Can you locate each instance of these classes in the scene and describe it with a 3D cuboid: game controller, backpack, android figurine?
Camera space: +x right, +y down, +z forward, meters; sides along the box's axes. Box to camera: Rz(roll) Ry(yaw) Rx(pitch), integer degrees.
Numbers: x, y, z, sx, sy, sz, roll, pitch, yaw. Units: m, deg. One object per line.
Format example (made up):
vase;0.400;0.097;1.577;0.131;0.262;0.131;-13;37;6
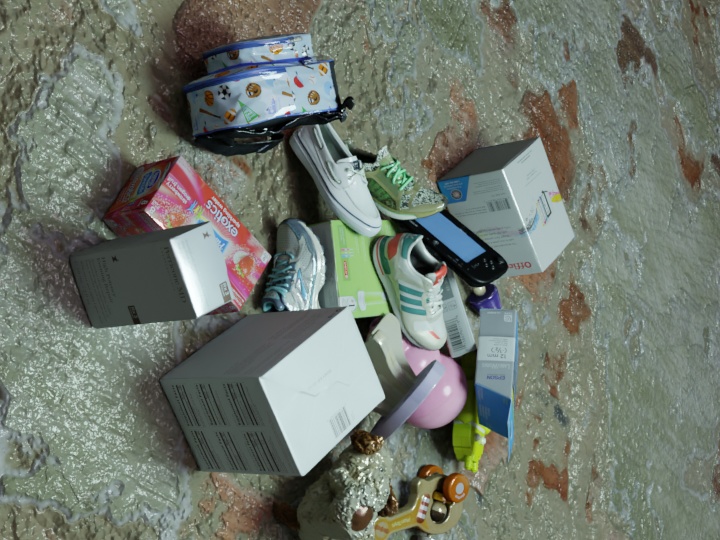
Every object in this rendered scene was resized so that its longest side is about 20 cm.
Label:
game controller;0.134;-0.049;1.737;0.200;0.042;0.104;40;27;17
backpack;-0.142;-0.240;1.542;0.190;0.199;0.155;-25;98;-40
android figurine;0.189;0.238;1.908;0.182;0.041;0.202;46;46;-66

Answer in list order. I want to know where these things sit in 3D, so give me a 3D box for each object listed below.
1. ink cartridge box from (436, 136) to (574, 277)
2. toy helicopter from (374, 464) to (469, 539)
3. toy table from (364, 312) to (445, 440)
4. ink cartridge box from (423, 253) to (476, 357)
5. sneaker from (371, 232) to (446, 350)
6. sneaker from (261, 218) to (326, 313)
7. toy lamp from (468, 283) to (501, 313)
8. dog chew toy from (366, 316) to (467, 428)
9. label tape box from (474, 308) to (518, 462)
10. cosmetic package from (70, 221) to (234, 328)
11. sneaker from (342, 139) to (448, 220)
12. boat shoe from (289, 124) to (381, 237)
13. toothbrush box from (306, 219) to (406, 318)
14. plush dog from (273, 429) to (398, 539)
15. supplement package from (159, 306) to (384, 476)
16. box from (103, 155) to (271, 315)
ink cartridge box;0.259;-0.107;1.991;0.145;0.146;0.201;-40;114;-43
toy helicopter;0.086;0.398;1.800;0.199;0.079;0.134;-11;102;-38
toy table;0.031;0.163;1.653;0.117;0.200;0.184;40;47;1
ink cartridge box;0.129;0.030;1.844;0.050;0.200;0.163;-20;109;-2
sneaker;0.094;0.032;1.697;0.070;0.093;0.201;-41;112;-44
sneaker;-0.100;0.025;1.627;0.086;0.077;0.202;-6;89;-45
toy lamp;0.189;-0.001;1.966;0.058;0.058;0.201;-51;122;-39
dog chew toy;0.082;0.154;1.784;0.200;0.124;0.125;52;50;-19
label tape box;0.216;0.183;1.802;0.144;0.065;0.201;77;20;-55
cosmetic package;-0.254;0.008;1.362;0.074;0.199;0.102;-29;105;-46
sneaker;0.040;-0.141;1.707;0.077;0.199;0.089;-52;156;-48
boat shoe;-0.029;-0.143;1.668;0.200;0.067;0.073;50;33;8
toothbrush box;0.000;0.000;1.732;0.199;0.086;0.147;-4;86;-48
plush dog;-0.015;0.322;1.618;0.172;0.160;0.201;-48;144;-35
supplement package;-0.115;0.159;1.497;0.191;0.199;0.148;-37;112;-43
box;-0.224;-0.042;1.481;0.200;0.095;0.100;50;52;-31
